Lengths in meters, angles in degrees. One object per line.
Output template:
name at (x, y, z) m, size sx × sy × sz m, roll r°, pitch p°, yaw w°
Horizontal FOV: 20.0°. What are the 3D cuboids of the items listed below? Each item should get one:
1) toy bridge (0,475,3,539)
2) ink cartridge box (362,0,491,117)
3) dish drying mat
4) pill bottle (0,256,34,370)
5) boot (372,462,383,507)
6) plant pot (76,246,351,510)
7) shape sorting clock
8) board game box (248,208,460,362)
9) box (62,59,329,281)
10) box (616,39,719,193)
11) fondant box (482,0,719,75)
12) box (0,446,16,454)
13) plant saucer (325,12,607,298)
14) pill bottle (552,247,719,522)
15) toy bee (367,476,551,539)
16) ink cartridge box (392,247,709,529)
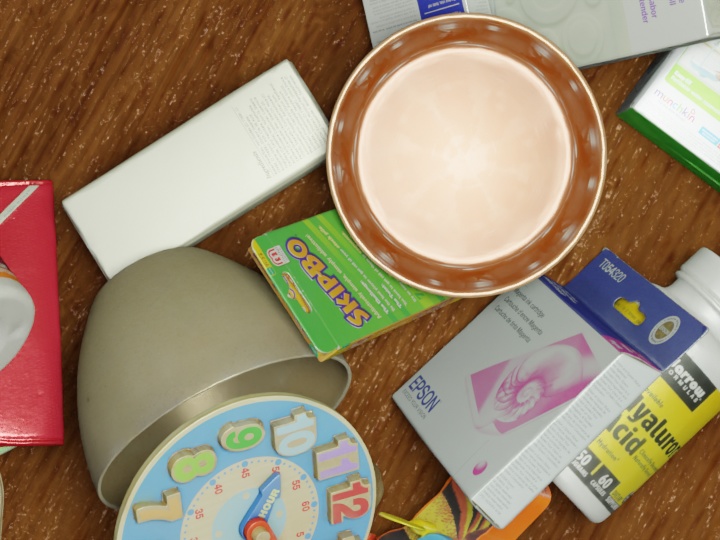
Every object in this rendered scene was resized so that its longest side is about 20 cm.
toy bridge at (-0.300, 0.157, 1.505) m, size 0.067 × 0.027 × 0.201 m, roll -25°, pitch 93°, yaw -2°
ink cartridge box at (0.046, -0.204, 1.505) m, size 0.094 × 0.037 × 0.201 m, roll -11°, pitch 90°, yaw 40°
dish drying mat at (-0.261, 0.031, 1.513) m, size 0.076 × 0.018 × 0.201 m, roll -1°, pitch 77°, yaw -16°
pill bottle at (-0.330, -0.013, 1.461) m, size 0.114 × 0.114 × 0.200 m, roll -41°, pitch 66°, yaw 1°
boot at (-0.056, 0.216, 1.526) m, size 0.075 × 0.074 × 0.200 m, roll 29°, pitch 103°, yaw -33°
plant pot at (-0.125, 0.064, 1.472) m, size 0.200 × 0.200 × 0.135 m, roll -30°, pitch 67°, yaw 0°
shape sorting clock at (-0.077, 0.178, 1.430) m, size 0.199 × 0.039 × 0.201 m, roll -14°, pitch 118°, yaw -27°
board game box at (0.000, 0.000, 1.459) m, size 0.030 × 0.200 × 0.096 m, roll -39°, pitch 79°, yaw 34°
box at (-0.115, -0.070, 1.514) m, size 0.199 × 0.068 × 0.082 m, roll -31°, pitch 91°, yaw 1°
box at (0.322, -0.129, 1.504) m, size 0.200 × 0.097 × 0.177 m, roll 36°, pitch 90°, yaw -1°
fondant box at (0.165, -0.221, 1.464) m, size 0.199 × 0.058 × 0.145 m, roll -9°, pitch 92°, yaw 39°
box at (-0.374, 0.110, 1.533) m, size 0.199 × 0.036 × 0.145 m, roll -26°, pitch 92°, yaw 1°
plant saucer at (0.075, -0.082, 1.452) m, size 0.199 × 0.032 × 0.202 m, roll 0°, pitch 92°, yaw -1°
pill bottle at (0.208, 0.080, 1.502) m, size 0.200 × 0.111 × 0.111 m, roll -44°, pitch 92°, yaw 0°
toy bee at (0.045, 0.207, 1.503) m, size 0.200 × 0.131 × 0.109 m, roll -42°, pitch 48°, yaw -6°
ink cartridge box at (0.129, 0.068, 1.459) m, size 0.200 × 0.196 × 0.043 m, roll -45°, pitch 113°, yaw 1°
